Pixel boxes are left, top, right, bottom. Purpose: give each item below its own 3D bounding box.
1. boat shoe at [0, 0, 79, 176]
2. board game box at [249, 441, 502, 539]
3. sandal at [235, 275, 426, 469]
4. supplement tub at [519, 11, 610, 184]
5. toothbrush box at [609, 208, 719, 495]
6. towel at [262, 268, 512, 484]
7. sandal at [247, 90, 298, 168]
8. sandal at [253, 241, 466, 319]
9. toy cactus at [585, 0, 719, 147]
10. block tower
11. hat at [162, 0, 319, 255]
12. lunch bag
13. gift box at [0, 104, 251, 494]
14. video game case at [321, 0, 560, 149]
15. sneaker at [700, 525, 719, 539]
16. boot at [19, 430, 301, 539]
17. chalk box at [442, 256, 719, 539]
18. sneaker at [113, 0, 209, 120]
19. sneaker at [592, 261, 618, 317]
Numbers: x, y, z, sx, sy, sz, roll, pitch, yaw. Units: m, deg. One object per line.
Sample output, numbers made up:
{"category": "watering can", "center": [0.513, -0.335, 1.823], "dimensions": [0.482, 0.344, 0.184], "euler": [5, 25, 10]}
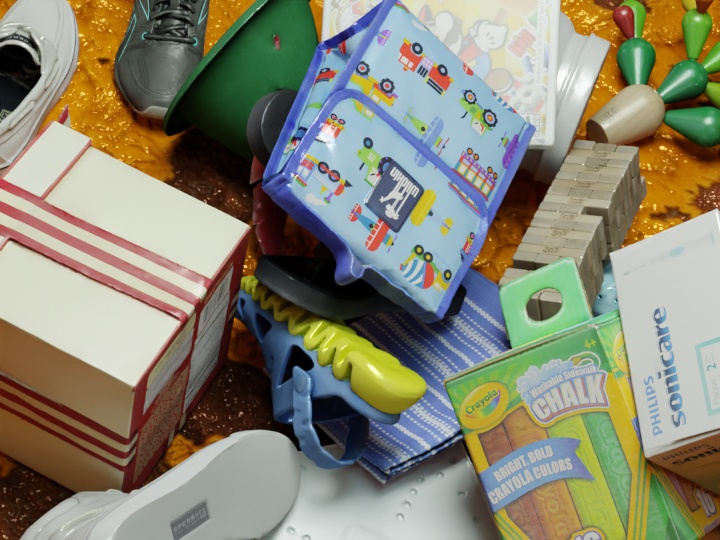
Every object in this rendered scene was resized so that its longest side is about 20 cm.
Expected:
{"category": "boat shoe", "center": [-0.271, -0.161, 1.384], "dimensions": [0.071, 0.066, 0.201], "euler": [17, 51, 2]}
{"category": "board game box", "center": [0.005, 0.208, 1.182], "dimensions": [0.199, 0.026, 0.201], "euler": [-10, 55, -20]}
{"category": "sandal", "center": [-0.040, 0.069, 1.216], "dimensions": [0.079, 0.087, 0.200], "euler": [21, 11, -37]}
{"category": "supplement tub", "center": [0.087, -0.163, 1.417], "dimensions": [0.199, 0.141, 0.141], "euler": [22, 51, 5]}
{"category": "toothbrush box", "center": [0.256, 0.069, 1.154], "dimensions": [0.200, 0.085, 0.147], "euler": [28, 48, -45]}
{"category": "towel", "center": [0.050, 0.068, 1.281], "dimensions": [0.199, 0.024, 0.145], "euler": [-25, 46, -30]}
{"category": "sandal", "center": [-0.004, -0.056, 1.304], "dimensions": [0.200, 0.043, 0.076], "euler": [38, 62, -33]}
{"category": "sandal", "center": [0.000, 0.000, 1.250], "dimensions": [0.076, 0.043, 0.199], "euler": [30, 18, 36]}
{"category": "toy cactus", "center": [0.267, -0.154, 1.493], "dimensions": [0.164, 0.102, 0.200], "euler": [-31, 72, -20]}
{"category": "block tower", "center": [0.161, -0.023, 1.323], "dimensions": [0.054, 0.058, 0.200], "euler": [7, 40, 24]}
{"category": "hat", "center": [-0.041, -0.103, 1.362], "dimensions": [0.176, 0.200, 0.166], "euler": [44, 17, 4]}
{"category": "lunch bag", "center": [0.016, -0.065, 1.220], "dimensions": [0.150, 0.094, 0.201], "euler": [40, 48, -19]}
{"category": "gift box", "center": [-0.192, 0.015, 1.184], "dimensions": [0.186, 0.201, 0.185], "euler": [25, 46, 9]}
{"category": "video game case", "center": [0.061, -0.196, 1.339], "dimensions": [0.180, 0.023, 0.202], "euler": [3, 86, 5]}
{"category": "sneaker", "center": [0.235, 0.139, 1.257], "dimensions": [0.199, 0.077, 0.081], "euler": [24, 52, 9]}
{"category": "boot", "center": [-0.131, 0.151, 1.136], "dimensions": [0.095, 0.074, 0.199], "euler": [-1, 11, 37]}
{"category": "chalk box", "center": [0.147, 0.095, 1.169], "dimensions": [0.124, 0.124, 0.201], "euler": [-14, 81, -58]}
{"category": "sneaker", "center": [-0.160, -0.211, 1.441], "dimensions": [0.075, 0.079, 0.201], "euler": [5, 53, -9]}
{"category": "sneaker", "center": [0.228, 0.022, 1.341], "dimensions": [0.199, 0.082, 0.074], "euler": [30, 51, 13]}
